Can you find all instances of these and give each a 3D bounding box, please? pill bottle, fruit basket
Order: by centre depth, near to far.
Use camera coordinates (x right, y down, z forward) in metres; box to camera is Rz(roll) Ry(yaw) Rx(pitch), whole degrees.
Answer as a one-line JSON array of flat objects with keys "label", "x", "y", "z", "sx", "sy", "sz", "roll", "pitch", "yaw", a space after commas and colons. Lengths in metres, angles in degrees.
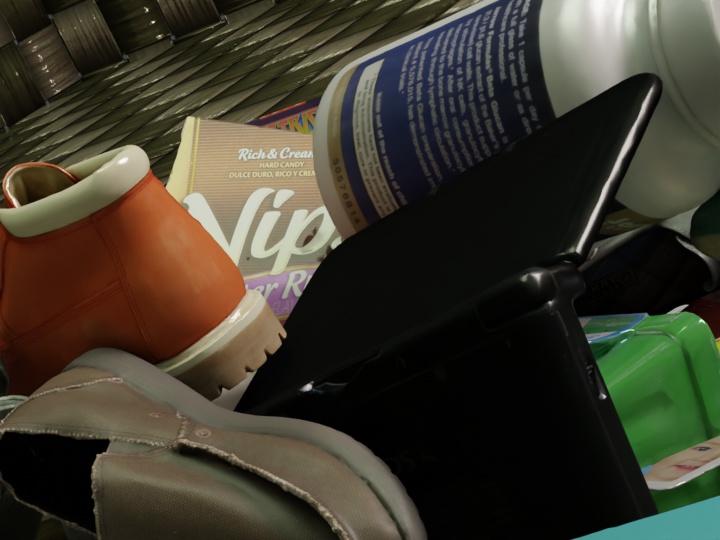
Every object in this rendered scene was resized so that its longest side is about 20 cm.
[{"label": "fruit basket", "x": 0.124, "y": 0.040, "z": 0.750, "sx": 0.200, "sy": 0.094, "sz": 0.185, "roll": -30, "pitch": 14, "yaw": -31}, {"label": "pill bottle", "x": 0.085, "y": -0.066, "z": 0.771, "sx": 0.200, "sy": 0.111, "sz": 0.111, "roll": -20, "pitch": 14, "yaw": 43}]

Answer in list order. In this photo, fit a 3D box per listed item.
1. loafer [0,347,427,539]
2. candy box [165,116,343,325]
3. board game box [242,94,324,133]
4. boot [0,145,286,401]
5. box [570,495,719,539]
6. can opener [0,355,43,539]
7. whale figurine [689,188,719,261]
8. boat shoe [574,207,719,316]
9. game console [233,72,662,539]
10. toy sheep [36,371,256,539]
[{"label": "loafer", "x": -0.057, "y": 0.088, "z": 0.652, "sx": 0.200, "sy": 0.073, "sz": 0.071, "roll": 16, "pitch": 32, "yaw": 43}, {"label": "candy box", "x": 0.000, "y": 0.000, "z": 0.897, "sx": 0.200, "sy": 0.056, "sz": 0.117, "roll": 10, "pitch": 67, "yaw": 12}, {"label": "board game box", "x": 0.027, "y": -0.069, "z": 1.204, "sx": 0.165, "sy": 0.057, "sz": 0.200, "roll": -15, "pitch": -14, "yaw": 33}, {"label": "boot", "x": -0.121, "y": 0.003, "z": 0.776, "sx": 0.200, "sy": 0.107, "sz": 0.075, "roll": -13, "pitch": 27, "yaw": 51}, {"label": "box", "x": 0.078, "y": 0.121, "z": 0.546, "sx": 0.200, "sy": 0.082, "sz": 0.049, "roll": -21, "pitch": 15, "yaw": 20}, {"label": "can opener", "x": -0.172, "y": 0.118, "z": 0.801, "sx": 0.053, "sy": 0.200, "sz": 0.067, "roll": 1, "pitch": 39, "yaw": -29}, {"label": "whale figurine", "x": 0.230, "y": -0.050, "z": 0.778, "sx": 0.200, "sy": 0.104, "sz": 0.159, "roll": -10, "pitch": 4, "yaw": -26}, {"label": "boat shoe", "x": 0.162, "y": -0.010, "z": 0.918, "sx": 0.200, "sy": 0.070, "sz": 0.066, "roll": -24, "pitch": 20, "yaw": 11}, {"label": "game console", "x": 0.041, "y": 0.050, "z": 0.683, "sx": 0.116, "sy": 0.176, "sz": 0.200, "roll": -16, "pitch": -9, "yaw": -43}, {"label": "toy sheep", "x": -0.073, "y": 0.093, "z": 0.825, "sx": 0.138, "sy": 0.138, "sz": 0.200, "roll": -31, "pitch": 31, "yaw": -19}]
